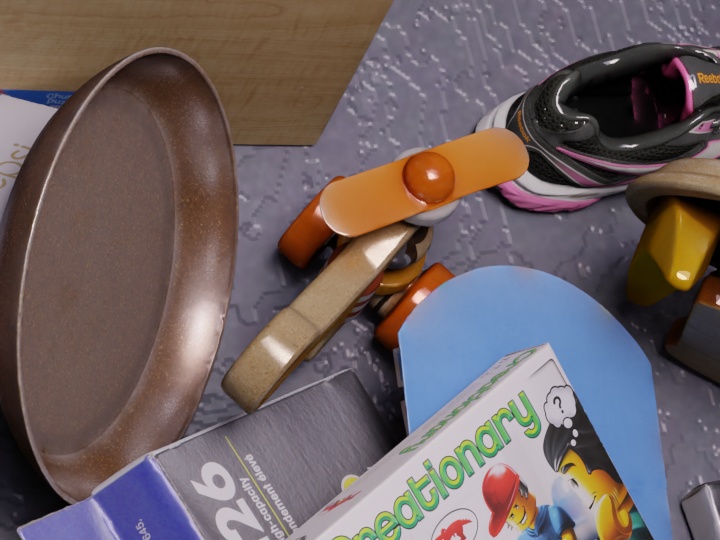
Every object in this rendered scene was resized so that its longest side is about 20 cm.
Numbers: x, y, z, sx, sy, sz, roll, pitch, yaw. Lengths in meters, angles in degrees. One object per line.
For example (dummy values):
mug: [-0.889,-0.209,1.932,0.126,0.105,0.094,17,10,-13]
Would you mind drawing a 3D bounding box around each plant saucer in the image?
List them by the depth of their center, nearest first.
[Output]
plant saucer: [-0.109,0.002,1.247,0.032,0.200,0.201,9,63,21]

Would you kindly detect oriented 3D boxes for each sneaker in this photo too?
sneaker: [0.160,-0.076,1.405,0.199,0.086,0.081,-16,77,-24]

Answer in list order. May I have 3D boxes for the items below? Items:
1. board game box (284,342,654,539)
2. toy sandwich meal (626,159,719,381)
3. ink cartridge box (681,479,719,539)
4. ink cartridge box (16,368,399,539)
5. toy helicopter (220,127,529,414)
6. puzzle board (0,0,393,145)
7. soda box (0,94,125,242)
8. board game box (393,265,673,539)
board game box: [0.044,0.133,1.223,0.200,0.035,0.127,-38,102,-42]
toy sandwich meal: [0.200,0.015,1.319,0.204,0.205,0.071,23,82,-9]
ink cartridge box: [0.228,0.187,1.358,0.094,0.037,0.201,-12,76,-22]
ink cartridge box: [-0.022,0.156,1.240,0.200,0.047,0.198,-22,78,-52]
toy helicopter: [0.000,0.000,1.269,0.079,0.132,0.200,42,36,1]
puzzle board: [-0.096,-0.100,1.295,0.199,0.151,0.017,1,64,-18]
soda box: [-0.174,-0.003,1.223,0.068,0.064,0.200,14,32,20]
board game box: [0.072,0.100,1.311,0.157,0.039,0.201,5,74,-40]
